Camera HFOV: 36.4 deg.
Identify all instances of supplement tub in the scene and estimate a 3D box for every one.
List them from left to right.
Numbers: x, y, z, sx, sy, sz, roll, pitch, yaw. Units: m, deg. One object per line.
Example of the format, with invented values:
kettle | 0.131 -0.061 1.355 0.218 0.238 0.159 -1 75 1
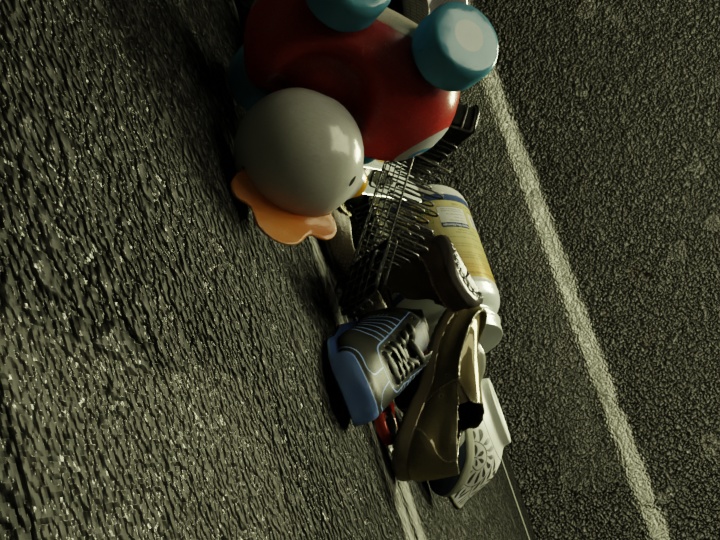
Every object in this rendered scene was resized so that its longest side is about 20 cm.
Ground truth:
supplement tub | 0.093 0.010 1.389 0.145 0.143 0.201 56 15 -62

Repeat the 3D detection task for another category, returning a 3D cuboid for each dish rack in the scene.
dish rack | 0.036 -0.051 0.995 0.153 0.054 0.202 142 -33 -73

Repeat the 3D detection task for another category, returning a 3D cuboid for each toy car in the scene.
toy car | -0.022 -0.098 0.809 0.176 0.184 0.201 25 64 -20

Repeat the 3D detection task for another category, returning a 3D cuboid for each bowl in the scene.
bowl | 0.138 0.198 1.428 0.201 0.093 0.202 -19 90 -83

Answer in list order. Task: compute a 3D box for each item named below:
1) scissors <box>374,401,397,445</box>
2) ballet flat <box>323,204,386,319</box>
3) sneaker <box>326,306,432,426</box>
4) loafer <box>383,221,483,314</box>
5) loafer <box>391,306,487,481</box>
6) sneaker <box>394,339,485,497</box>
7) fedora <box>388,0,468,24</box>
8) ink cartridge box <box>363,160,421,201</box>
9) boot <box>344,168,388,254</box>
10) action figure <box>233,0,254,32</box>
scissors | 0.027 0.132 1.097 0.200 0.014 0.074 23 46 -82
ballet flat | 0.000 0.000 1.100 0.067 0.046 0.201 -85 154 -76
sneaker | 0.020 0.071 0.934 0.200 0.077 0.071 -80 149 -77
loafer | 0.063 0.008 1.070 0.073 0.071 0.200 58 -2 -13
loafer | 0.089 0.116 1.045 0.076 0.067 0.201 78 30 -57
sneaker | 0.074 0.157 1.166 0.075 0.084 0.202 40 -47 54
fedora | 0.040 -0.232 1.031 0.177 0.090 0.201 51 -35 42
ink cartridge box | -0.023 -0.161 1.138 0.162 0.057 0.202 2 71 -56
boot | 0.006 -0.067 1.250 0.200 0.077 0.140 -60 134 -80
action figure | -0.049 -0.191 0.996 0.201 0.118 0.102 66 -25 25
